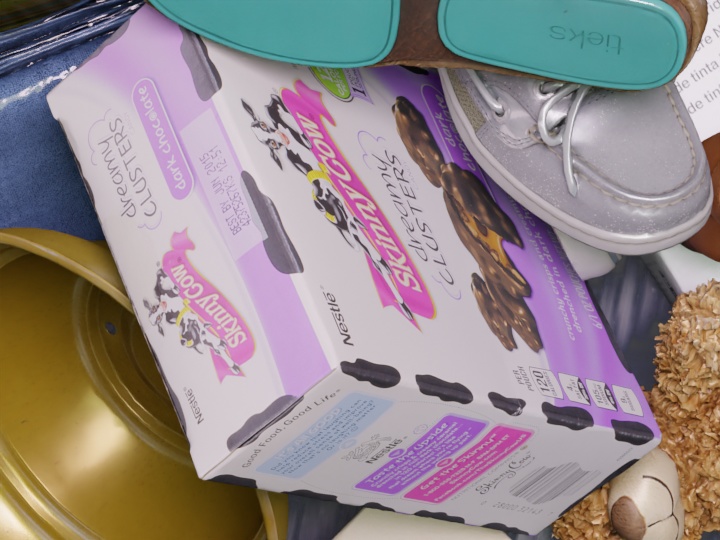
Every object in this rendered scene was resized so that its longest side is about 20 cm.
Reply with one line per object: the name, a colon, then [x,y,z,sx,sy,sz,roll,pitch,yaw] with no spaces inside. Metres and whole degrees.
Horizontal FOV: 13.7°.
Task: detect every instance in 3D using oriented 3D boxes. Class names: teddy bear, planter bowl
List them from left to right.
planter bowl: [-0.090,0.051,1.141,0.201,0.200,0.083,49,49,-1]
teddy bear: [0.164,0.064,1.177,0.199,0.145,0.067,-7,44,-10]

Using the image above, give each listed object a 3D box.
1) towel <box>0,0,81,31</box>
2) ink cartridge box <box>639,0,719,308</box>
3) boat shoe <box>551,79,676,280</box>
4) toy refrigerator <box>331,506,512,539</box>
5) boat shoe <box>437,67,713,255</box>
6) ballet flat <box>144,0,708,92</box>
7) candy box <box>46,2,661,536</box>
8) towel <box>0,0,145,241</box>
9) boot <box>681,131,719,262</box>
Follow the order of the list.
towel: [-0.115,-0.113,1.111,0.086,0.200,0.018,-18,90,-6]
ink cartridge box: [0.172,-0.097,1.218,0.199,0.041,0.200,-34,90,-6]
boat shoe: [0.087,-0.093,1.152,0.071,0.070,0.202,-17,60,11]
toy refrigerator: [-0.021,0.170,1.173,0.076,0.070,0.200,44,83,5]
boat shoe: [0.061,-0.094,1.083,0.074,0.065,0.202,-23,67,-16]
ballet flat: [0.021,-0.107,1.033,0.199,0.072,0.068,6,128,2]
candy box: [0.000,0.000,1.091,0.071,0.200,0.168,-39,59,27]
towel: [-0.078,-0.067,1.166,0.199,0.112,0.049,-22,50,-6]
boot: [0.216,-0.041,1.120,0.199,0.155,0.074,-18,90,-5]
